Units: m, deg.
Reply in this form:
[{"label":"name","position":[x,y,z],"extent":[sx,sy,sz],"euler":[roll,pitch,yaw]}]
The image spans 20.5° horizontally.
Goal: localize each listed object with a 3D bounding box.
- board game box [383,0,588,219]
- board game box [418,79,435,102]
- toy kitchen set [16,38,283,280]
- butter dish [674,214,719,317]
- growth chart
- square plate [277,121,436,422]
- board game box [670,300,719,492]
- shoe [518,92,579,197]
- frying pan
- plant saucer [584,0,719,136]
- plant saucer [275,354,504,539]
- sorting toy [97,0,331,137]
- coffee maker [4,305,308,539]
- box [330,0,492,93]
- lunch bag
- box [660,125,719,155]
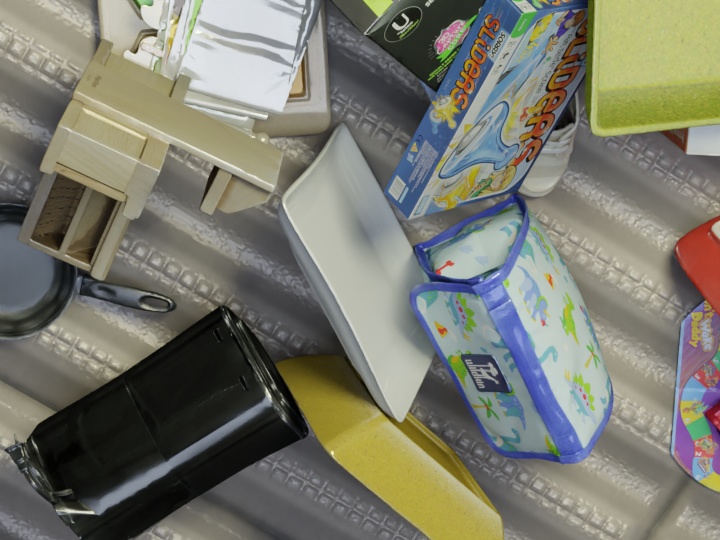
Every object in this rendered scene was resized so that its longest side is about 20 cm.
[{"label":"board game box","position":[0.111,-0.133,1.512],"extent":[0.034,0.135,0.201],"euler":[48,130,25]},{"label":"board game box","position":[0.110,-0.244,1.614],"extent":[0.199,0.037,0.152],"euler":[-30,104,5]},{"label":"toy kitchen set","position":[-0.169,-0.041,1.517],"extent":[0.162,0.200,0.181],"euler":[24,113,-8]},{"label":"butter dish","position":[0.387,0.019,1.632],"extent":[0.198,0.200,0.148],"euler":[-27,122,0]},{"label":"growth chart","position":[-0.101,-0.198,1.584],"extent":[0.144,0.018,0.201],"euler":[24,99,-6]},{"label":"square plate","position":[0.000,0.000,1.588],"extent":[0.028,0.200,0.199],"euler":[-22,105,21]},{"label":"board game box","position":[0.352,0.108,1.714],"extent":[0.157,0.039,0.202],"euler":[2,103,-4]},{"label":"shoe","position":[0.140,-0.140,1.606],"extent":[0.069,0.053,0.201],"euler":[-12,125,-9]},{"label":"frying pan","position":[-0.255,-0.007,1.649],"extent":[0.188,0.031,0.116],"euler":[-11,104,-5]},{"label":"plant saucer","position":[0.238,-0.208,1.468],"extent":[0.198,0.048,0.202],"euler":[-7,106,-30]},{"label":"plant saucer","position":[0.033,0.149,1.608],"extent":[0.200,0.200,0.048],"euler":[41,94,-22]},{"label":"sorting toy","position":[-0.119,-0.202,1.608],"extent":[0.183,0.036,0.202],"euler":[-4,104,-3]},{"label":"coffee maker","position":[-0.155,0.134,1.610],"extent":[0.199,0.192,0.135],"euler":[-33,87,3]},{"label":"box","position":[0.039,-0.231,1.469],"extent":[0.124,0.200,0.149],"euler":[-45,66,7]},{"label":"lunch bag","position":[0.126,0.053,1.604],"extent":[0.127,0.200,0.171],"euler":[-28,105,3]},{"label":"box","position":[0.301,-0.201,1.593],"extent":[0.097,0.124,0.202],"euler":[1,103,-4]}]
